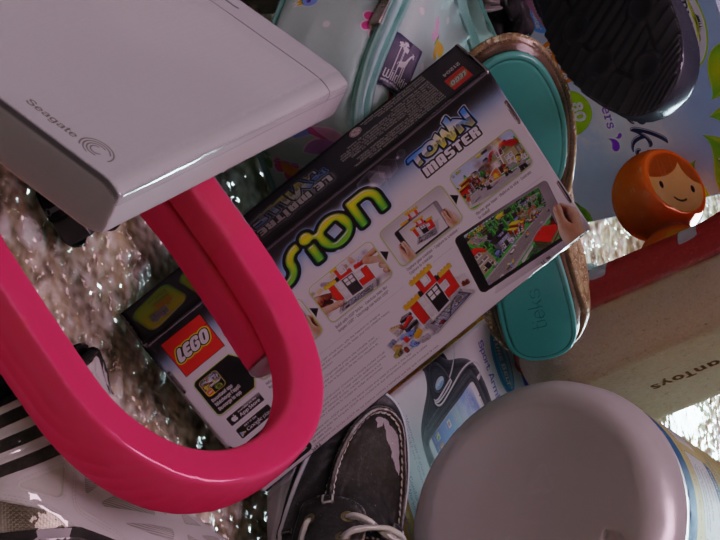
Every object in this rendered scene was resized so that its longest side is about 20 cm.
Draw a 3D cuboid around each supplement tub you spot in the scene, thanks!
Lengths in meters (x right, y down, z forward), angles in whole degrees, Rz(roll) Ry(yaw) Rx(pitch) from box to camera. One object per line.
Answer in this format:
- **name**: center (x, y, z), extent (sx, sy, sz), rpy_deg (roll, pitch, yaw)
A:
- **supplement tub**: center (0.131, 0.149, 1.376), extent (0.200, 0.144, 0.145), rpy_deg (32, 54, -55)

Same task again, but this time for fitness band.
- **fitness band**: center (-0.099, 0.010, 1.130), extent (0.143, 0.037, 0.200), rpy_deg (-23, 74, -48)

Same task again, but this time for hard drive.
- **hard drive**: center (-0.105, -0.088, 1.172), extent (0.132, 0.027, 0.200), rpy_deg (36, 30, 13)

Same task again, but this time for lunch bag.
- **lunch bag**: center (0.018, -0.081, 1.350), extent (0.200, 0.077, 0.161), rpy_deg (69, 38, -50)

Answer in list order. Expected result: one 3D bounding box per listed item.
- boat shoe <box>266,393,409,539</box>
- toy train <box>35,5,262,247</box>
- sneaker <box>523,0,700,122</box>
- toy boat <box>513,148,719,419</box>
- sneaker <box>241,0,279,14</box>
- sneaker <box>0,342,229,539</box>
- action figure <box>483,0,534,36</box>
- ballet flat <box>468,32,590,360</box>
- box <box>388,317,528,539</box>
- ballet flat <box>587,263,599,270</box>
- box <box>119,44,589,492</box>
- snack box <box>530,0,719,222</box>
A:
- **boat shoe**: center (-0.005, 0.142, 1.264), extent (0.072, 0.071, 0.201), rpy_deg (27, 62, -29)
- **toy train**: center (-0.095, -0.075, 1.259), extent (0.046, 0.034, 0.200), rpy_deg (55, 36, -13)
- **sneaker**: center (0.125, -0.130, 1.324), extent (0.082, 0.070, 0.200), rpy_deg (26, 22, -38)
- **toy boat**: center (0.173, -0.007, 1.466), extent (0.130, 0.200, 0.131), rpy_deg (32, 39, -57)
- **sneaker**: center (-0.070, -0.220, 1.298), extent (0.200, 0.077, 0.112), rpy_deg (45, 50, -50)
- **sneaker**: center (-0.094, 0.091, 1.158), extent (0.200, 0.075, 0.116), rpy_deg (17, 67, -54)
- **action figure**: center (0.050, -0.179, 1.447), extent (0.102, 0.119, 0.201), rpy_deg (7, 96, -32)
- **ballet flat**: center (0.073, -0.045, 1.335), extent (0.065, 0.070, 0.200), rpy_deg (-96, 179, -50)
- **box**: center (0.046, 0.100, 1.429), extent (0.200, 0.041, 0.119), rpy_deg (-35, 110, -60)
- **ballet flat**: center (0.127, 0.095, 1.549), extent (0.069, 0.069, 0.201), rpy_deg (4, 77, -59)
- **box**: center (0.000, 0.000, 1.254), extent (0.110, 0.200, 0.035), rpy_deg (54, -4, -36)
- **snack box**: center (0.137, -0.134, 1.533), extent (0.068, 0.168, 0.201), rpy_deg (-37, 113, -59)
